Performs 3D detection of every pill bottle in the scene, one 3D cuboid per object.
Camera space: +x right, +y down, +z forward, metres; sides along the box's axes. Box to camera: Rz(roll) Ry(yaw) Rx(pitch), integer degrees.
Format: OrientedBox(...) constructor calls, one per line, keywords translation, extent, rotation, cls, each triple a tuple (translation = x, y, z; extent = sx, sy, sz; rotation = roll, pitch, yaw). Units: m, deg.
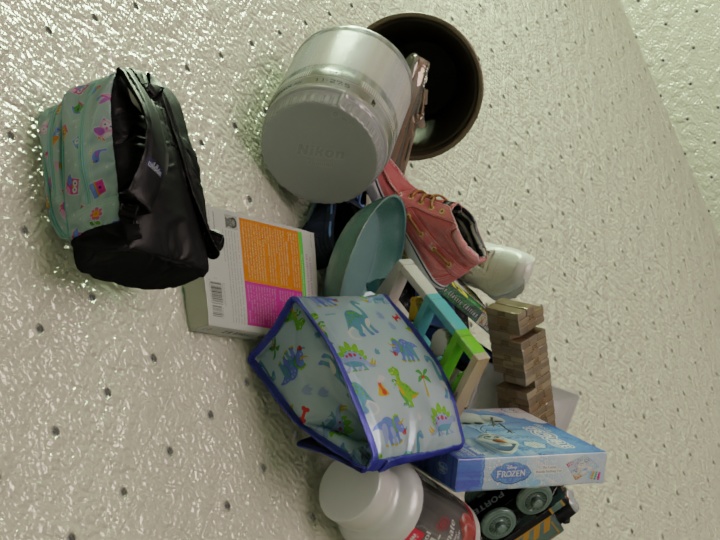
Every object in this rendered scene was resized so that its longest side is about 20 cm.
OrientedBox(translation=(0.042, 0.277, 1.453), extent=(0.200, 0.111, 0.111), rotation=(39, 40, -44), cls="pill bottle")

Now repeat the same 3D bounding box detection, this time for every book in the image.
OrientedBox(translation=(-0.119, 0.010, 1.416), extent=(0.200, 0.048, 0.134), rotation=(16, 62, -56), cls="book")

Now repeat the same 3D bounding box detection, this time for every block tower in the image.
OrientedBox(translation=(0.210, 0.135, 1.667), extent=(0.054, 0.058, 0.200), rotation=(-26, 117, -39), cls="block tower")

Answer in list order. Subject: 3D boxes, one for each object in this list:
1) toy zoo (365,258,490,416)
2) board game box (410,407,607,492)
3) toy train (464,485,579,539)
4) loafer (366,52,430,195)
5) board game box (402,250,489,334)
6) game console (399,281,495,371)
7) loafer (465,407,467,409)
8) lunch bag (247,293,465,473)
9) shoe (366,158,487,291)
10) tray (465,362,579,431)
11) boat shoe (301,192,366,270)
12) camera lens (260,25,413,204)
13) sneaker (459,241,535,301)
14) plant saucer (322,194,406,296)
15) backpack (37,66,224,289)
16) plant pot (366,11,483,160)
OrientedBox(translation=(0.064, 0.080, 1.482), extent=(0.020, 0.131, 0.200), rotation=(-7, 44, -36), cls="toy zoo")
OrientedBox(translation=(0.153, 0.209, 1.528), extent=(0.199, 0.200, 0.043), rotation=(2, 98, -25), cls="board game box")
OrientedBox(translation=(0.175, 0.315, 1.591), extent=(0.114, 0.200, 0.085), rotation=(53, 2, -33), cls="toy train")
OrientedBox(translation=(0.054, -0.188, 1.720), extent=(0.063, 0.200, 0.072), rotation=(20, 9, -16), cls="loafer")
OrientedBox(translation=(0.102, 0.004, 1.750), extent=(0.200, 0.023, 0.105), rotation=(39, 13, -28), cls="board game box")
OrientedBox(translation=(0.139, 0.065, 1.756), extent=(0.200, 0.118, 0.171), rotation=(35, 44, -48), cls="game console")
OrientedBox(translation=(0.180, 0.218, 1.782), extent=(0.200, 0.067, 0.076), rotation=(7, 66, -59), cls="loafer")
OrientedBox(translation=(0.005, 0.130, 1.396), extent=(0.170, 0.127, 0.200), rotation=(-3, 45, -50), cls="lunch bag")
OrientedBox(translation=(0.083, -0.079, 1.647), extent=(0.200, 0.091, 0.071), rotation=(61, 31, 4), cls="shoe")
OrientedBox(translation=(0.210, 0.192, 1.738), extent=(0.200, 0.022, 0.107), rotation=(21, 92, -39), cls="tray")
OrientedBox(translation=(-0.019, -0.058, 1.608), extent=(0.084, 0.069, 0.200), rotation=(56, 31, -24), cls="boat shoe")
OrientedBox(translation=(-0.027, -0.196, 1.588), extent=(0.160, 0.160, 0.200), rotation=(55, 32, -26), cls="camera lens")
OrientedBox(translation=(0.167, -0.010, 1.803), extent=(0.080, 0.200, 0.076), rotation=(32, 78, -26), cls="sneaker")
OrientedBox(translation=(0.000, 0.000, 1.558), extent=(0.200, 0.036, 0.200), rotation=(17, 90, -72), cls="plant saucer")
OrientedBox(translation=(-0.223, -0.089, 1.210), extent=(0.167, 0.126, 0.200), rotation=(29, 46, -66), cls="backpack")
OrientedBox(translation=(0.078, -0.264, 1.820), extent=(0.174, 0.200, 0.200), rotation=(-57, 124, -76), cls="plant pot")
